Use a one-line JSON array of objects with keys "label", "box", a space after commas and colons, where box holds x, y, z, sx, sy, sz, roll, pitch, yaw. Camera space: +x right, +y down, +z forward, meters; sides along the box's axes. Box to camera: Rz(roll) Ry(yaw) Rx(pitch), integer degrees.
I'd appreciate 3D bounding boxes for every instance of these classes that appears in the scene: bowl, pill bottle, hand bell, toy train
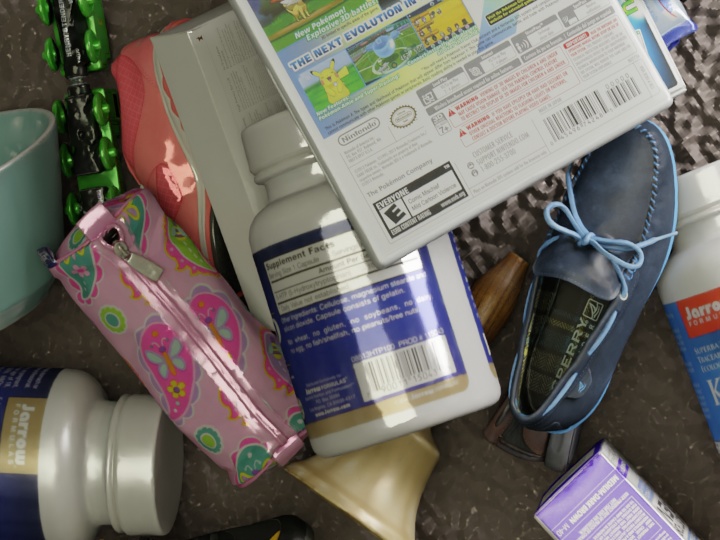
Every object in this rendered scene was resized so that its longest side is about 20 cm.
[{"label": "bowl", "box": [-0.269, -0.015, 1.547, 0.199, 0.201, 0.106, -20, 108, 9]}, {"label": "pill bottle", "box": [0.249, 0.030, 1.496, 0.111, 0.112, 0.201, -22, 88, 8]}, {"label": "pill bottle", "box": [0.000, 0.000, 1.449, 0.119, 0.120, 0.202, -17, 87, 9]}, {"label": "hand bell", "box": [0.049, 0.076, 1.553, 0.104, 0.104, 0.201, 35, 84, 6]}, {"label": "pill bottle", "box": [-0.220, 0.122, 1.565, 0.198, 0.120, 0.121, 1, 92, 8]}, {"label": "toy train", "box": [-0.177, -0.093, 1.583, 0.041, 0.056, 0.202, -8, 90, 12]}]

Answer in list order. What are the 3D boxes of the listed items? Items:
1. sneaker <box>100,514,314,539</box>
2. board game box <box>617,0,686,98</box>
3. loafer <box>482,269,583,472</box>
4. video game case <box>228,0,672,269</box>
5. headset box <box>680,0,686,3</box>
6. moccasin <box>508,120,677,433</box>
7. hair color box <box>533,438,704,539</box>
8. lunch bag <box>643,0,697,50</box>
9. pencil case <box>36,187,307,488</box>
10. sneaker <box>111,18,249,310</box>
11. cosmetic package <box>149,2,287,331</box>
[{"label": "sneaker", "box": [-0.126, 0.200, 1.526, 0.199, 0.070, 0.090, -31, 115, 13]}, {"label": "board game box", "box": [0.093, -0.167, 1.431, 0.125, 0.035, 0.201, -26, 87, 1]}, {"label": "loafer", "box": [0.126, 0.026, 1.537, 0.062, 0.072, 0.202, 13, 96, 11]}, {"label": "video game case", "box": [0.052, -0.127, 1.390, 0.199, 0.022, 0.183, -29, 87, -7]}, {"label": "headset box", "box": [0.183, -0.264, 1.466, 0.092, 0.174, 0.201, -35, 88, 7]}, {"label": "moccasin", "box": [0.142, 0.006, 1.456, 0.080, 0.068, 0.202, 16, 98, 27]}, {"label": "hair color box", "box": [0.200, 0.200, 1.509, 0.065, 0.109, 0.200, -43, 86, 6]}, {"label": "lunch bag", "box": [0.080, -0.157, 1.512, 0.199, 0.124, 0.171, -36, 88, 0]}, {"label": "pencil case", "box": [-0.109, 0.040, 1.514, 0.087, 0.087, 0.200, -38, 97, 8]}, {"label": "sneaker", "box": [-0.110, -0.062, 1.580, 0.086, 0.074, 0.202, -6, 100, 41]}, {"label": "cosmetic package", "box": [-0.058, -0.069, 1.527, 0.050, 0.082, 0.202, -1, 112, 51]}]
